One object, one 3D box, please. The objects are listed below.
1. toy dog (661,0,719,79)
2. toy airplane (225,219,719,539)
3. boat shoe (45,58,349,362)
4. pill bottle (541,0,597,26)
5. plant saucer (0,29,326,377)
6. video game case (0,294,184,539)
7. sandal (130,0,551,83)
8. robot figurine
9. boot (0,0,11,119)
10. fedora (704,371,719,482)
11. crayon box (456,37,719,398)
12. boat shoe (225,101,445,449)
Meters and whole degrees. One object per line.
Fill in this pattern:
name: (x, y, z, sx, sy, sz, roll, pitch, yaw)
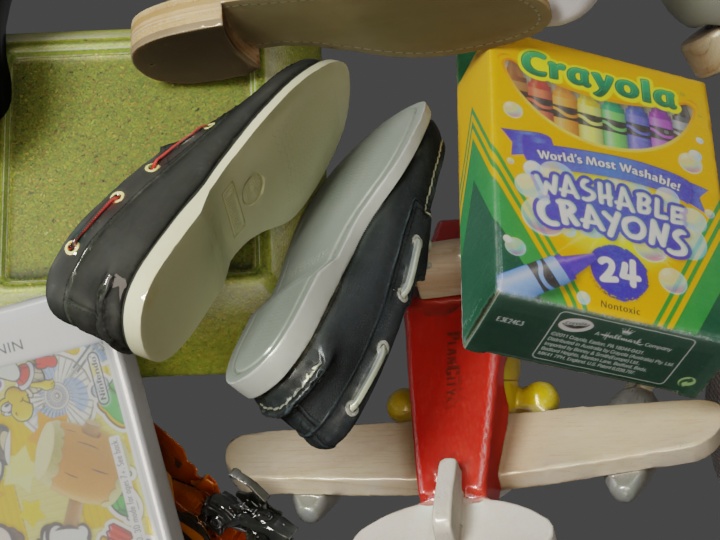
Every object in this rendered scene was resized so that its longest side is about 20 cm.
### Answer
toy dog: (0.214, -0.167, 0.931, 0.096, 0.200, 0.132, -39, 118, -17)
toy airplane: (0.057, 0.089, 0.941, 0.199, 0.141, 0.200, -44, 59, -12)
boat shoe: (-0.071, -0.041, 0.864, 0.063, 0.074, 0.202, 18, 49, 26)
pill bottle: (0.118, -0.229, 0.921, 0.114, 0.114, 0.201, 37, 65, -2)
plant saucer: (-0.115, -0.047, 0.940, 0.198, 0.048, 0.202, -2, 67, -2)
video game case: (-0.177, 0.122, 0.893, 0.180, 0.023, 0.202, -14, 93, 17)
sandal: (-0.013, -0.147, 0.906, 0.210, 0.078, 0.070, -7, 68, 11)
robot figurine: (-0.103, 0.146, 0.950, 0.200, 0.145, 0.058, 39, 47, 6)
boot: (-0.160, -0.171, 0.926, 0.156, 0.079, 0.213, -9, 77, -17)
fedora: (0.274, 0.082, 0.972, 0.199, 0.090, 0.178, 32, 89, 4)
crayon box: (0.114, -0.044, 0.916, 0.125, 0.052, 0.201, 12, 50, -14)
boat shoe: (0.000, 0.000, 0.889, 0.060, 0.075, 0.201, 43, 53, -18)
